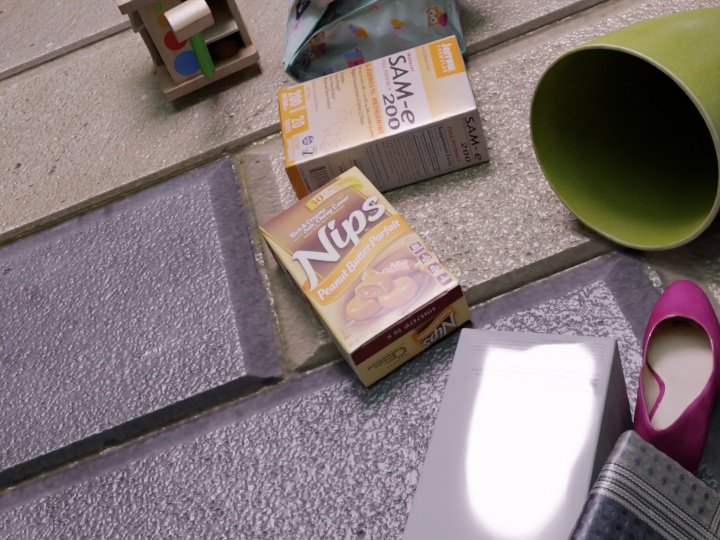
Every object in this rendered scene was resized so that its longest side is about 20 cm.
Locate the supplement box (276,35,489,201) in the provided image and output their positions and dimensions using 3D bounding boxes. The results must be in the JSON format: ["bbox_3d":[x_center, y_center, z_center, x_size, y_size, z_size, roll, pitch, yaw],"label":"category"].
[{"bbox_3d":[0.021,-0.150,1.101,0.198,0.074,0.127,-16,47,7],"label":"supplement box"}]

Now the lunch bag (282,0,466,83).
[{"bbox_3d":[0.004,-0.298,1.208,0.198,0.122,0.171,-16,44,13],"label":"lunch bag"}]

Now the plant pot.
[{"bbox_3d":[0.282,-0.148,0.944,0.186,0.189,0.199,26,48,37],"label":"plant pot"}]

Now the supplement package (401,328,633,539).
[{"bbox_3d":[0.115,0.158,0.758,0.119,0.122,0.201,2,51,24],"label":"supplement package"}]

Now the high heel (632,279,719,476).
[{"bbox_3d":[0.235,0.068,0.807,0.067,0.096,0.201,5,52,25],"label":"high heel"}]

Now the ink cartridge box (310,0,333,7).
[{"bbox_3d":[-0.003,-0.382,1.146,0.199,0.084,0.144,-31,44,-13],"label":"ink cartridge box"}]

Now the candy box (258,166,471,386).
[{"bbox_3d":[0.000,0.000,0.989,0.115,0.056,0.200,-32,47,-8],"label":"candy box"}]

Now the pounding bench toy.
[{"bbox_3d":[-0.195,-0.278,1.243,0.123,0.157,0.201,-23,46,-1],"label":"pounding bench toy"}]

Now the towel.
[{"bbox_3d":[0.195,0.228,0.650,0.199,0.035,0.193,38,59,-7],"label":"towel"}]
